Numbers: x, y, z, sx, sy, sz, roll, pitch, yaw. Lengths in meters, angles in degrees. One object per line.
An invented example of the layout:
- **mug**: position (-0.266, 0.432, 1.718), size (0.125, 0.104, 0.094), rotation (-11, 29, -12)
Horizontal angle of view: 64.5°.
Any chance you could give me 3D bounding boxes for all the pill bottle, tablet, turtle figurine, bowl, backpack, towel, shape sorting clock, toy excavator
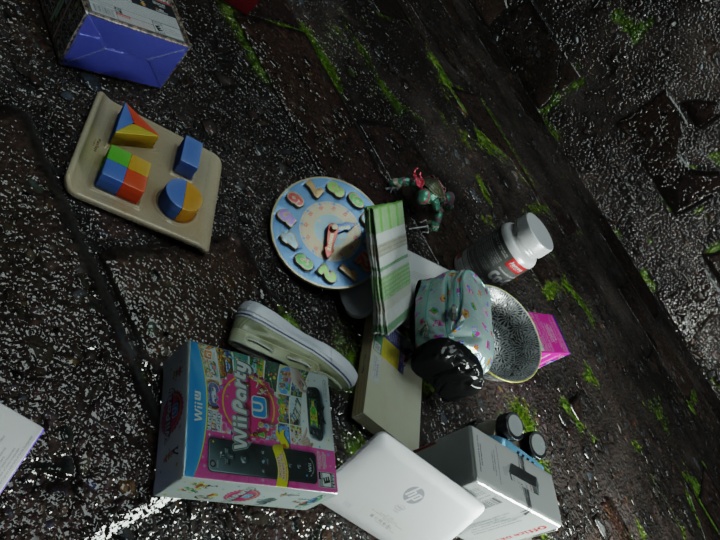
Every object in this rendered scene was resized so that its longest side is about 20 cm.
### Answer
- **pill bottle**: position (0.318, -0.034, 1.275), size (0.113, 0.199, 0.115), rotation (31, 40, -31)
- **tablet**: position (0.052, 0.295, 0.729), size (0.200, 0.130, 0.014), rotation (40, 13, -21)
- **turtle figurine**: position (0.145, -0.162, 1.272), size (0.150, 0.100, 0.200), rotation (56, 28, 2)
- **bowl**: position (0.246, 0.137, 1.115), size (0.199, 0.094, 0.202), rotation (16, 54, -24)
- **backpack**: position (0.154, 0.098, 0.966), size (0.167, 0.126, 0.201), rotation (52, 35, -40)
- **towel**: position (0.045, -0.008, 0.927), size (0.149, 0.030, 0.202), rotation (-24, 110, -66)
- **shape sorting clock**: position (-0.048, -0.065, 0.927), size (0.198, 0.039, 0.202), rotation (9, 67, -21)
- **toy excavator**: position (0.254, 0.371, 0.960), size (0.194, 0.100, 0.201), rotation (39, 50, -20)

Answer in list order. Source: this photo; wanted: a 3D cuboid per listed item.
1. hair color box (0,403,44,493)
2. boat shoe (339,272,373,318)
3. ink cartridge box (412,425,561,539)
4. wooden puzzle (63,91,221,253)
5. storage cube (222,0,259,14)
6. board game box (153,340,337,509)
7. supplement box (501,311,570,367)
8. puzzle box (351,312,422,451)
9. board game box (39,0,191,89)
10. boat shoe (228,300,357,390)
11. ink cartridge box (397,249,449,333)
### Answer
- **hair color box**: position (-0.362, 0.120, 0.419), size (0.200, 0.065, 0.110), rotation (42, 36, -22)
- **boat shoe**: position (0.000, 0.000, 0.975), size (0.057, 0.068, 0.202), rotation (77, 8, -54)
- **ink cartridge box**: position (0.173, 0.324, 0.835), size (0.199, 0.144, 0.084), rotation (36, 37, -27)
- **wooden puzzle**: position (-0.273, -0.138, 0.767), size (0.199, 0.046, 0.187), rotation (29, 41, -34)
- **storage cube**: position (-0.252, -0.660, 1.124), size (0.199, 0.179, 0.172), rotation (15, 50, -45)
- **board game box**: position (-0.124, 0.180, 0.650), size (0.199, 0.064, 0.149), rotation (23, 45, -38)
- **supplement box**: position (0.359, 0.156, 1.252), size (0.199, 0.101, 0.104), rotation (11, 54, -46)
- **puzzle box**: position (0.048, 0.177, 0.904), size (0.133, 0.025, 0.201), rotation (43, 35, -27)
- **board game box**: position (-0.363, -0.388, 0.824), size (0.159, 0.097, 0.201), rotation (-1, 63, -52)
- **boat shoe**: position (-0.091, 0.117, 0.770), size (0.199, 0.072, 0.062), rotation (36, 63, -21)
- **ink cartridge box**: position (0.088, 0.057, 1.055), size (0.199, 0.043, 0.175), rotation (23, 70, -39)
